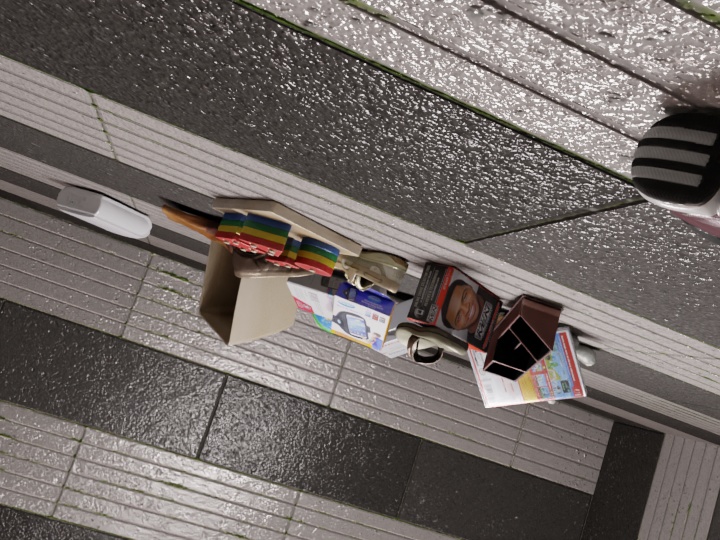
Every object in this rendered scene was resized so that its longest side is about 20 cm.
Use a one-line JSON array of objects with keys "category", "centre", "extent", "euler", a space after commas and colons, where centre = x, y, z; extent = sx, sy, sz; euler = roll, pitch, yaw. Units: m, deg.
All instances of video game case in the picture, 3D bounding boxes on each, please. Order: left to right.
[{"category": "video game case", "centre": [0.316, 0.188, 1.341], "extent": [0.199, 0.144, 0.017], "euler": [-12, -164, 26]}]

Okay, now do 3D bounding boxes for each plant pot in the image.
[{"category": "plant pot", "centre": [-0.248, 0.046, 1.640], "extent": [0.176, 0.201, 0.200], "euler": [4, -163, -35]}]

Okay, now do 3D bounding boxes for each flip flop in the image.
[{"category": "flip flop", "centre": [0.110, 0.126, 1.151], "extent": [0.081, 0.058, 0.200], "euler": [23, 172, -20]}]

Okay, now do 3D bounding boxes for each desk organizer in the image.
[{"category": "desk organizer", "centre": [0.274, 0.123, 1.209], "extent": [0.071, 0.077, 0.200], "euler": [18, 156, 2]}]

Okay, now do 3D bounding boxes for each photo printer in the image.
[{"category": "photo printer", "centre": [-0.648, -0.143, 1.801], "extent": [0.166, 0.070, 0.200], "euler": [14, 171, 30]}]

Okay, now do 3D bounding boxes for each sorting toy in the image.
[{"category": "sorting toy", "centre": [-0.137, -0.052, 1.213], "extent": [0.200, 0.070, 0.198], "euler": [26, 169, -38]}]

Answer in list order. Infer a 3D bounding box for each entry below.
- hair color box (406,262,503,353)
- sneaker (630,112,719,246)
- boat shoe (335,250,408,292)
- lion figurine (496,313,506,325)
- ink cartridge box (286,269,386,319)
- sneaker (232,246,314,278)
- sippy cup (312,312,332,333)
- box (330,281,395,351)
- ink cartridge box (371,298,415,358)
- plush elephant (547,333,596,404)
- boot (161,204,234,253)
[{"category": "hair color box", "centre": [0.165, 0.067, 1.194], "extent": [0.061, 0.102, 0.200], "euler": [14, 171, 38]}, {"category": "sneaker", "centre": [0.268, -0.036, 0.407], "extent": [0.200, 0.076, 0.115], "euler": [26, -177, 37]}, {"category": "boat shoe", "centre": [0.000, 0.000, 1.257], "extent": [0.199, 0.065, 0.072], "euler": [11, 168, 47]}, {"category": "lion figurine", "centre": [0.199, 0.094, 1.407], "extent": [0.199, 0.073, 0.123], "euler": [24, 155, 9]}, {"category": "ink cartridge box", "centre": [-0.047, 0.050, 1.537], "extent": [0.199, 0.086, 0.148], "euler": [16, 156, 13]}, {"category": "sneaker", "centre": [-0.149, -0.031, 1.364], "extent": [0.199, 0.076, 0.070], "euler": [-6, -161, -10]}, {"category": "sippy cup", "centre": [-0.043, 0.076, 1.688], "extent": [0.177, 0.140, 0.130], "euler": [-22, 172, -18]}, {"category": "box", "centre": [0.003, 0.092, 1.431], "extent": [0.119, 0.042, 0.200], "euler": [21, 153, 7]}, {"category": "ink cartridge box", "centre": [0.102, 0.140, 1.687], "extent": [0.144, 0.085, 0.200], "euler": [-20, 163, 10]}, {"category": "plush elephant", "centre": [0.357, 0.199, 1.433], "extent": [0.199, 0.156, 0.165], "euler": [14, 171, 30]}, {"category": "boot", "centre": [-0.314, -0.097, 1.446], "extent": [0.199, 0.069, 0.188], "euler": [26, 180, 2]}]
